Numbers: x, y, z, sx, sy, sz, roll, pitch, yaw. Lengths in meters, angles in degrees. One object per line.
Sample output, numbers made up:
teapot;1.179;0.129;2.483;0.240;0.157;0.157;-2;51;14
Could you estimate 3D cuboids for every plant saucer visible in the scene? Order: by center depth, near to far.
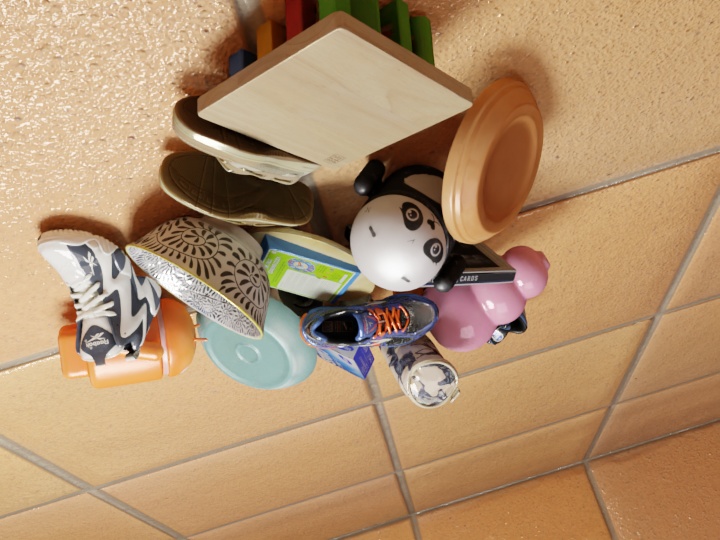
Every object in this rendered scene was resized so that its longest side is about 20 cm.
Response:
plant saucer;0.165;-0.124;0.992;0.200;0.037;0.202;-37;138;-41
plant saucer;-0.163;0.114;1.249;0.197;0.036;0.202;12;132;14

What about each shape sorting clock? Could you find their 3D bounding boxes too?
shape sorting clock;-0.075;-0.008;1.128;0.197;0.040;0.200;9;158;4

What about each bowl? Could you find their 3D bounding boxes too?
bowl;-0.182;-0.008;1.042;0.095;0.199;0.201;-58;169;-18

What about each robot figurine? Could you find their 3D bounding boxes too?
robot figurine;0.063;-0.058;1.041;0.148;0.200;0.126;15;119;13
robot figurine;-0.317;0.101;1.174;0.197;0.118;0.144;-8;150;-18

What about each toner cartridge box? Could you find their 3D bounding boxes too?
toner cartridge box;-0.034;0.126;1.375;0.094;0.044;0.200;24;168;12

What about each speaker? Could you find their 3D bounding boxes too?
speaker;-0.135;0.087;1.294;0.080;0.082;0.200;4;146;-34

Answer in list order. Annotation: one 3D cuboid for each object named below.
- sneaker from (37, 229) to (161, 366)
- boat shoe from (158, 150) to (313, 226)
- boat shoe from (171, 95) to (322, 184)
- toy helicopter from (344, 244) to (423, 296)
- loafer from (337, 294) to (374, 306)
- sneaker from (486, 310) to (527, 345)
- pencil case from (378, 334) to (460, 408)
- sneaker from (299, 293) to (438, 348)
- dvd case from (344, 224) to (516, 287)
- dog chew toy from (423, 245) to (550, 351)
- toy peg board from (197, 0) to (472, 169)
sneaker;-0.325;0.045;1.027;0.078;0.131;0.200;-8;149;16
boat shoe;-0.151;-0.086;0.979;0.198;0.075;0.066;15;164;-36
boat shoe;-0.127;-0.133;0.911;0.065;0.073;0.199;-37;152;32
toy helicopter;0.000;0.000;1.207;0.197;0.080;0.132;-3;175;5
loafer;0.004;0.072;1.348;0.070;0.075;0.200;-60;172;-10
sneaker;0.224;0.081;1.481;0.198;0.090;0.079;2;146;-32
pencil case;0.082;0.130;1.241;0.089;0.200;0.079;19;104;-19
sneaker;0.013;0.077;1.161;0.197;0.076;0.078;-11;180;-3
dvd case;0.095;-0.023;1.163;0.198;0.150;0.025;-1;119;-28
dog chew toy;0.189;0.034;1.242;0.199;0.126;0.124;-31;150;14
toy peg board;-0.026;-0.204;0.839;0.198;0.099;0.199;-19;157;39
